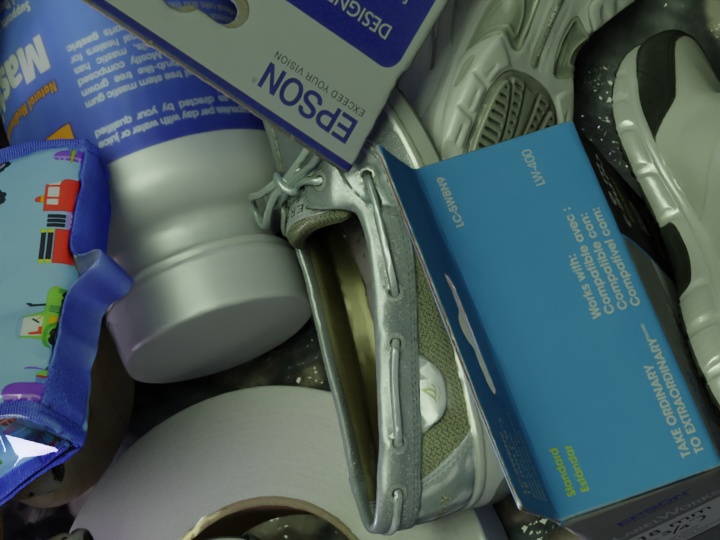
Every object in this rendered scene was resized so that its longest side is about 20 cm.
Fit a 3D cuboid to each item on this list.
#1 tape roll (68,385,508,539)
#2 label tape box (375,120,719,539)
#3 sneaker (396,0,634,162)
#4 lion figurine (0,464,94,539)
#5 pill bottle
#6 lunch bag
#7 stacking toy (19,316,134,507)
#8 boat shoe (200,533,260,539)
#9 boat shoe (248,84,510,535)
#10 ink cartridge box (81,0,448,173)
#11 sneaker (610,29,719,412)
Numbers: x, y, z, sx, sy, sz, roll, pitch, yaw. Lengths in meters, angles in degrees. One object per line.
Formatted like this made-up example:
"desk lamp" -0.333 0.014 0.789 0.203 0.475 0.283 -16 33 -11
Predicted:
"tape roll" -0.032 0.147 1.185 0.202 0.037 0.203 -5 77 20
"label tape box" 0.086 0.027 1.073 0.063 0.200 0.145 -25 71 11
"sneaker" 0.055 -0.115 1.186 0.099 0.078 0.200 12 69 49
"lion figurine" -0.173 0.134 1.127 0.122 0.200 0.073 -17 109 15
"pill bottle" -0.090 -0.060 1.209 0.112 0.112 0.200 -25 71 15
"lunch bag" -0.174 0.033 1.112 0.200 0.094 0.151 -25 37 24
"stacking toy" -0.198 0.037 1.257 0.200 0.085 0.086 15 85 31
"boat shoe" -0.115 0.169 1.168 0.200 0.072 0.068 -30 32 21
"boat shoe" 0.000 0.001 1.128 0.074 0.065 0.202 -26 82 61
"ink cartridge box" -0.035 -0.171 1.068 0.200 0.197 0.047 -58 29 -3
"sneaker" 0.154 -0.021 1.105 0.080 0.074 0.200 -33 47 18
